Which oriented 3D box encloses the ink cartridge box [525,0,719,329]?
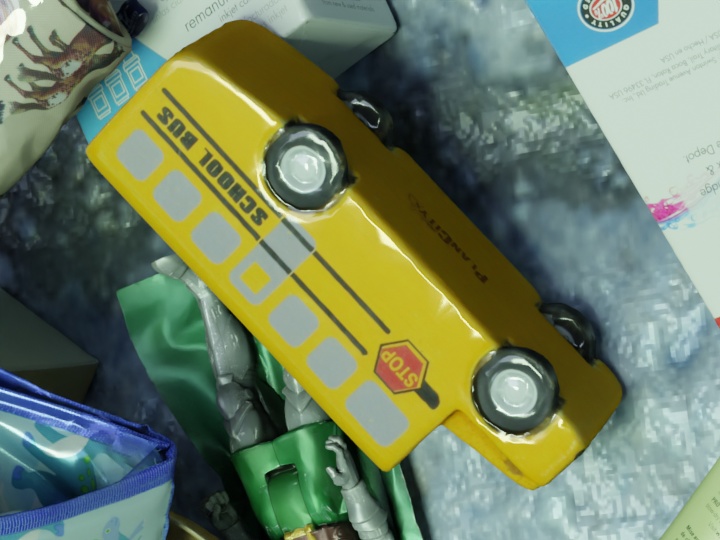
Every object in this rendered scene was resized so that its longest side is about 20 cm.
[{"bbox_3d":[0.152,-0.050,0.950,0.116,0.067,0.201,-24,105,32],"label":"ink cartridge box"}]

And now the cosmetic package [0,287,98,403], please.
[{"bbox_3d":[-0.195,0.108,1.194,0.071,0.105,0.201,33,109,28],"label":"cosmetic package"}]

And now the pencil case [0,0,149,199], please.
[{"bbox_3d":[-0.167,-0.040,1.087,0.078,0.089,0.200,39,100,-2],"label":"pencil case"}]

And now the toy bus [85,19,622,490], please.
[{"bbox_3d":[0.000,0.000,1.044,0.200,0.065,0.078,47,114,1],"label":"toy bus"}]

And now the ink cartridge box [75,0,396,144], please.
[{"bbox_3d":[-0.082,-0.151,1.137,0.115,0.068,0.201,-34,72,29],"label":"ink cartridge box"}]

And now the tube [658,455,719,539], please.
[{"bbox_3d":[0.108,0.139,1.022,0.058,0.052,0.200,33,109,-14],"label":"tube"}]

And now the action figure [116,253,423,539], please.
[{"bbox_3d":[-0.022,0.082,1.108,0.118,0.055,0.201,-23,81,29],"label":"action figure"}]

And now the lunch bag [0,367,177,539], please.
[{"bbox_3d":[-0.174,0.123,1.059,0.128,0.198,0.171,-102,20,-53],"label":"lunch bag"}]

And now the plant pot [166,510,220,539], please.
[{"bbox_3d":[-0.075,0.177,1.128,0.199,0.027,0.201,15,115,36],"label":"plant pot"}]
